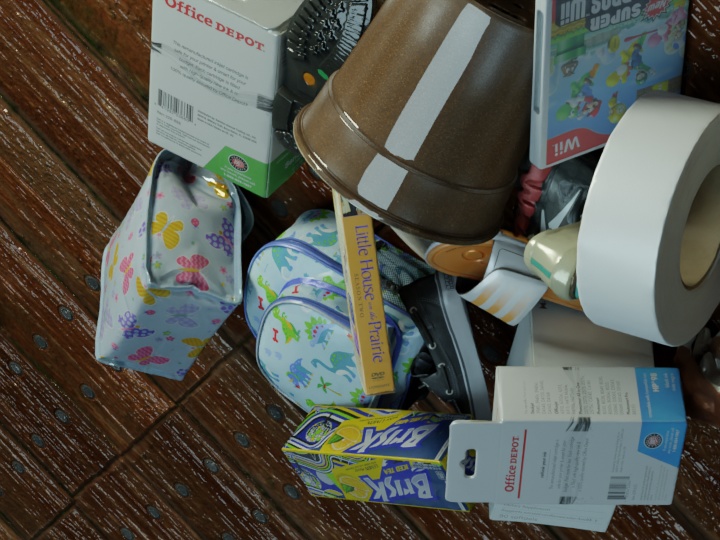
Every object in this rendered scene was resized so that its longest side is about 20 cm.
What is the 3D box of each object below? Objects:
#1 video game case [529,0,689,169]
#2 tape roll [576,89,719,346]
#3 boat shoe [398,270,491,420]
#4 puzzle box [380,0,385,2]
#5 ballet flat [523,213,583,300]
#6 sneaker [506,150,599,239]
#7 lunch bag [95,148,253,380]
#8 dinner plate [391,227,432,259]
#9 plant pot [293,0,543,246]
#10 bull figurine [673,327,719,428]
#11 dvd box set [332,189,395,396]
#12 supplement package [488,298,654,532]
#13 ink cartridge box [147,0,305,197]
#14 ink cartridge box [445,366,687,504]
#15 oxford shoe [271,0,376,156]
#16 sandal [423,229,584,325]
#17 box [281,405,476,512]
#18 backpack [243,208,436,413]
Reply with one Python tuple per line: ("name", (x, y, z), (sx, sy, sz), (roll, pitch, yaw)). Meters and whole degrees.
("video game case", (0.201, -0.186, 1.546), (0.017, 0.143, 0.200), (47, 149, 43))
("tape roll", (0.251, -0.043, 1.573), (0.071, 0.202, 0.203), (16, 132, 28))
("boat shoe", (0.077, 0.083, 1.812), (0.066, 0.070, 0.200), (-14, 133, 3))
("puzzle box", (-0.016, -0.314, 1.701), (0.200, 0.025, 0.133), (26, 136, 20))
("ballet flat", (0.198, -0.025, 1.631), (0.069, 0.200, 0.070), (7, 104, 31))
("sneaker", (0.180, -0.033, 1.736), (0.098, 0.071, 0.200), (27, 138, 17))
("lunch bag", (-0.190, -0.017, 1.986), (0.127, 0.200, 0.170), (12, 143, -22))
("dinner plate", (0.050, -0.053, 1.793), (0.200, 0.024, 0.200), (46, 168, 13))
("plant pot", (0.076, -0.158, 1.616), (0.200, 0.200, 0.198), (36, 119, 10))
("bull figurine", (0.366, 0.110, 1.708), (0.200, 0.065, 0.121), (12, 126, 30))
("dvd box set", (0.000, 0.000, 1.727), (0.029, 0.146, 0.200), (-8, 98, -3))
("supplement package", (0.192, 0.134, 1.800), (0.117, 0.117, 0.200), (7, 135, -4))
("ink cartridge box", (-0.120, -0.191, 1.842), (0.146, 0.084, 0.200), (28, 136, 19))
("ink cartridge box", (0.174, 0.143, 1.678), (0.200, 0.067, 0.116), (1, 135, -1))
("oxford shoe", (-0.023, -0.201, 1.756), (0.073, 0.084, 0.200), (37, 136, 12))
("sandal", (0.156, 0.019, 1.704), (0.207, 0.059, 0.079), (16, 149, -11))
("box", (0.027, 0.175, 1.823), (0.200, 0.064, 0.070), (-1, 131, 41))
("backpack", (-0.021, 0.047, 1.911), (0.200, 0.147, 0.183), (35, 136, 15))
